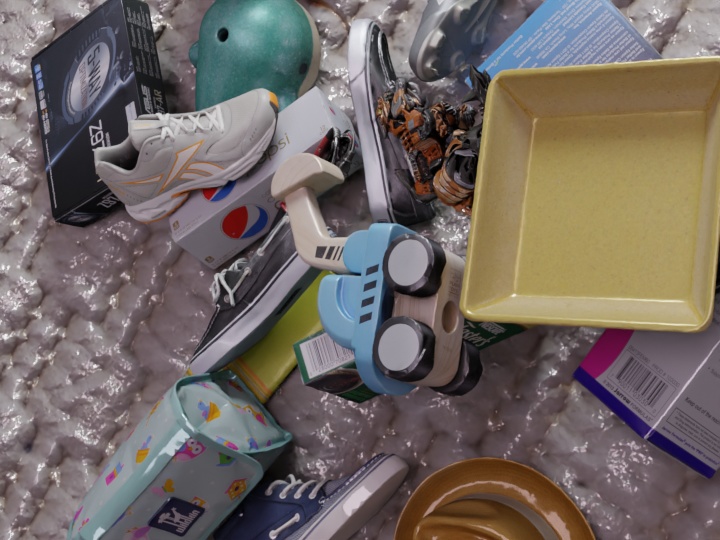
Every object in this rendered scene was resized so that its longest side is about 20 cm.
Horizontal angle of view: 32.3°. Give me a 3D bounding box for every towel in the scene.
[{"bbox_3d":[-0.095,0.072,1.227,0.086,0.018,0.201,44,98,22],"label":"towel"}]

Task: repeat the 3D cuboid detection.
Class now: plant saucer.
[{"bbox_3d":[0.182,-0.053,0.939,0.197,0.048,0.204,2,78,33],"label":"plant saucer"}]

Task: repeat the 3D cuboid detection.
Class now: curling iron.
[{"bbox_3d":[-0.061,-0.060,1.190,0.200,0.025,0.050,-51,33,37],"label":"curling iron"}]

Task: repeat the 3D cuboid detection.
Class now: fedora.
[{"bbox_3d":[0.103,0.253,1.050,0.197,0.082,0.204,-6,75,25],"label":"fedora"}]

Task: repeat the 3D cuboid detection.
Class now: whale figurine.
[{"bbox_3d":[-0.128,-0.190,1.251,0.158,0.103,0.202,37,101,27],"label":"whale figurine"}]

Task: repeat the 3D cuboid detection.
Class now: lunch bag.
[{"bbox_3d":[-0.168,0.188,1.124,0.122,0.200,0.171,44,99,7],"label":"lunch bag"}]

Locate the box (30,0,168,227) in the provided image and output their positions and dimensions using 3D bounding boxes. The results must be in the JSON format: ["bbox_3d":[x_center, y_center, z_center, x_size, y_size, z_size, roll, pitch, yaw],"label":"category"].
[{"bbox_3d":[-0.278,-0.170,1.336,0.159,0.043,0.203,-25,69,33],"label":"box"}]

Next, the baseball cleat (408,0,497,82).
[{"bbox_3d":[0.087,-0.266,1.179,0.106,0.070,0.201,25,70,35],"label":"baseball cleat"}]

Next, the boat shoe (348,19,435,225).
[{"bbox_3d":[0.034,-0.142,1.171,0.067,0.074,0.203,-11,76,16],"label":"boat shoe"}]

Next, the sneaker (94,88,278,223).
[{"bbox_3d":[-0.170,-0.121,1.188,0.198,0.092,0.076,-30,44,20],"label":"sneaker"}]

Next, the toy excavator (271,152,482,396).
[{"bbox_3d":[0.000,0.000,1.023,0.197,0.099,0.198,2,80,34],"label":"toy excavator"}]

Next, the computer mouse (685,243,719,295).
[{"bbox_3d":[0.235,-0.030,0.978,0.199,0.046,0.143,-10,70,52],"label":"computer mouse"}]

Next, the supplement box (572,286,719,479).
[{"bbox_3d":[0.280,0.044,0.984,0.201,0.103,0.101,-55,37,7],"label":"supplement box"}]

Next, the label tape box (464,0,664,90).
[{"bbox_3d":[0.208,-0.141,1.099,0.143,0.066,0.201,-42,67,13],"label":"label tape box"}]

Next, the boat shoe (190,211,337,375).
[{"bbox_3d":[-0.104,0.019,1.175,0.068,0.073,0.200,47,115,10],"label":"boat shoe"}]

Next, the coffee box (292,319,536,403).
[{"bbox_3d":[0.052,0.056,1.099,0.198,0.123,0.045,-25,68,17],"label":"coffee box"}]

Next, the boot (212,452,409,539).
[{"bbox_3d":[-0.051,0.215,1.139,0.200,0.073,0.091,-45,69,11],"label":"boot"}]

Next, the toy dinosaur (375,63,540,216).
[{"bbox_3d":[0.099,-0.099,1.075,0.199,0.102,0.136,40,115,2],"label":"toy dinosaur"}]

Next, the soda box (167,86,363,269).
[{"bbox_3d":[-0.096,-0.089,1.227,0.199,0.068,0.064,-34,52,15],"label":"soda box"}]
